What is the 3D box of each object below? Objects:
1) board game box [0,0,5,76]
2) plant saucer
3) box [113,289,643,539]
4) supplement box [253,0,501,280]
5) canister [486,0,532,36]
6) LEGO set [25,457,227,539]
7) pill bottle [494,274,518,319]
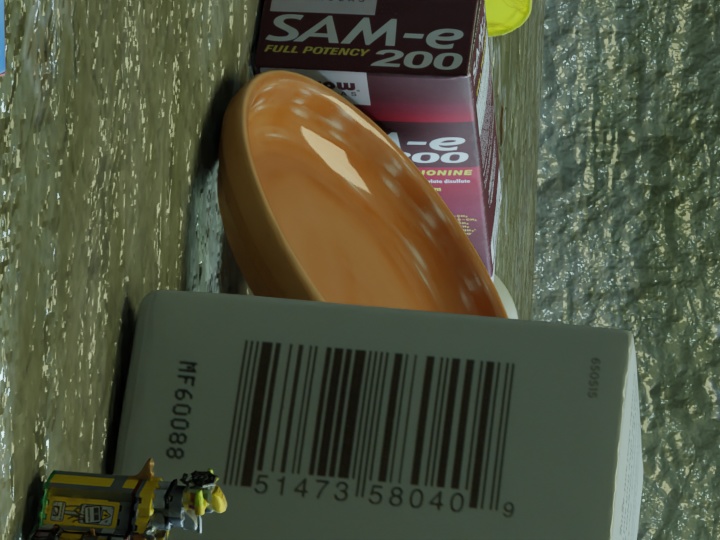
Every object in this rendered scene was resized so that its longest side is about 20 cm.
[{"bbox_3d":[-0.126,-0.088,0.757,0.200,0.019,0.103,-55,146,-76],"label":"board game box"},{"bbox_3d":[0.000,0.000,1.337,0.200,0.037,0.200,44,25,-26],"label":"plant saucer"},{"bbox_3d":[0.006,0.133,1.167,0.171,0.199,0.200,75,22,-68],"label":"box"},{"bbox_3d":[0.013,-0.068,1.481,0.200,0.109,0.061,79,16,-58],"label":"supplement box"},{"bbox_3d":[0.082,-0.283,2.018,0.149,0.086,0.200,84,10,-49],"label":"canister"},{"bbox_3d":[-0.061,0.153,0.957,0.200,0.116,0.154,-53,145,-76],"label":"LEGO set"},{"bbox_3d":[0.040,0.057,1.722,0.200,0.112,0.112,83,12,-55],"label":"pill bottle"}]
